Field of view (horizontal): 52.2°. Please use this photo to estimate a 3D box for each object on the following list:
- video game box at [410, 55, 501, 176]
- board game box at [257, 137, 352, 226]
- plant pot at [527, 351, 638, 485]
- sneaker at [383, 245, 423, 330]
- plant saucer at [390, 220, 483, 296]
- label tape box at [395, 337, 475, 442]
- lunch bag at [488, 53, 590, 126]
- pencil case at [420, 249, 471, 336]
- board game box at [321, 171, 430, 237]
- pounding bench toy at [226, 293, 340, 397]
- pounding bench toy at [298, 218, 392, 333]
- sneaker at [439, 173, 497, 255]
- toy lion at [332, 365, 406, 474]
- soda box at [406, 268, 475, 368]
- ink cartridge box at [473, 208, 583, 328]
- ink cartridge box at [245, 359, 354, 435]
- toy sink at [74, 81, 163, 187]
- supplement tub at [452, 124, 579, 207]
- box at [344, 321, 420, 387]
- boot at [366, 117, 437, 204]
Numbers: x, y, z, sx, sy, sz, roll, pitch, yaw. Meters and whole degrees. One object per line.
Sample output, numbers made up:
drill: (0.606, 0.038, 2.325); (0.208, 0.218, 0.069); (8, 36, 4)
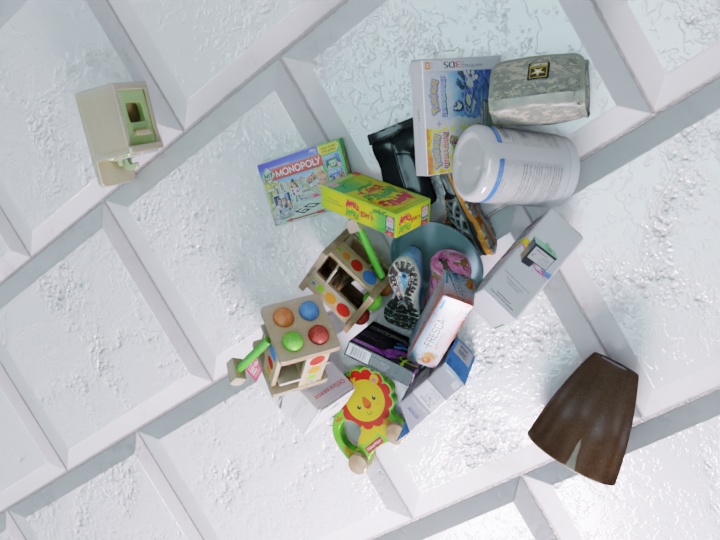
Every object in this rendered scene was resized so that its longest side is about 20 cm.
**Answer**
video game box: (0.178, -0.284, 1.342); (0.047, 0.178, 0.206); (18, 116, 61)
board game box: (-0.110, -0.183, 1.543); (0.195, 0.029, 0.138); (-14, 100, 22)
plant pot: (0.444, 0.268, 1.406); (0.183, 0.187, 0.204); (26, 96, 10)
sneaker: (0.099, 0.036, 1.457); (0.077, 0.091, 0.203); (19, 136, 13)
plant saucer: (0.153, -0.022, 1.457); (0.195, 0.028, 0.203); (17, 137, 17)
label tape box: (0.138, 0.243, 1.507); (0.066, 0.143, 0.200); (47, 113, 0)
lunch bag: (0.313, -0.309, 1.270); (0.160, 0.200, 0.121); (-1, 105, 19)
pencil case: (0.165, 0.052, 1.441); (0.084, 0.084, 0.203); (-1, 136, -7)
board game box: (0.027, -0.129, 1.402); (0.197, 0.100, 0.049); (25, 126, 38)
pounding bench toy: (-0.159, 0.151, 1.433); (0.126, 0.195, 0.157); (63, 152, 28)
pounding bench toy: (0.000, 0.000, 1.468); (0.156, 0.124, 0.201); (42, 134, 4)
sneaker: (0.194, -0.109, 1.422); (0.076, 0.079, 0.203); (-16, 111, 32)
toy lion: (0.010, 0.317, 1.622); (0.200, 0.068, 0.193); (-43, 81, 24)
soda box: (0.149, 0.094, 1.378); (0.062, 0.069, 0.202); (19, 134, -5)
ink cartridge box: (0.296, -0.001, 1.344); (0.084, 0.145, 0.200); (42, 79, 3)
ink cartridge box: (-0.128, 0.231, 1.575); (0.199, 0.145, 0.086); (42, 121, 17)
toy sink: (-0.513, -0.297, 1.597); (0.109, 0.130, 0.206); (-7, 101, 20)
supplement tub: (0.273, -0.183, 1.305); (0.195, 0.132, 0.135); (3, 110, -24)
box: (0.059, 0.163, 1.484); (0.140, 0.200, 0.037); (25, 102, 10)
boot: (0.121, -0.213, 1.429); (0.196, 0.076, 0.172); (-18, 99, 21)
